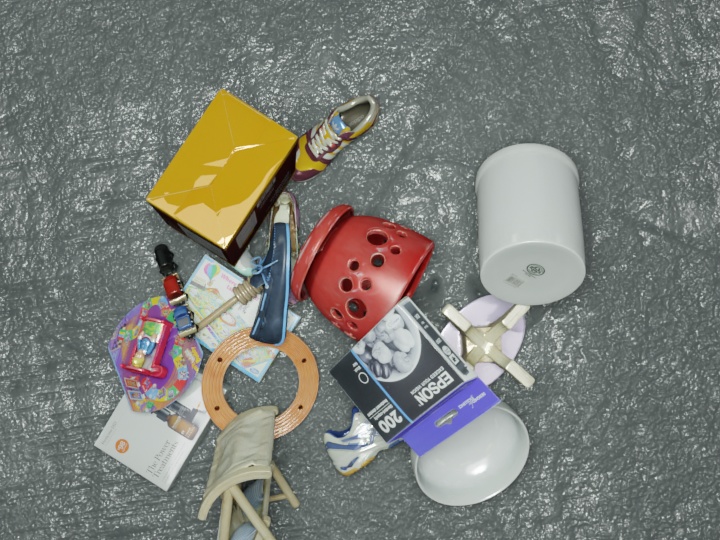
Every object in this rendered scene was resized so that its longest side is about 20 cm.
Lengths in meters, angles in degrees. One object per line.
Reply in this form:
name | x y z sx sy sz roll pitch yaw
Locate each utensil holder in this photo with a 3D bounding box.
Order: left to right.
utensil holder | 0.267 -0.071 1.161 0.169 0.170 0.201 5 51 2

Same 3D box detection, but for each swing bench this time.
swing bench | -0.176 0.351 1.156 0.129 0.199 0.201 -11 106 0

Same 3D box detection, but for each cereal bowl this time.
cereal bowl | 0.173 0.283 1.214 0.199 0.083 0.201 -5 117 -10

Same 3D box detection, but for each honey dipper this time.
honey dipper | -0.249 0.077 1.244 0.200 0.038 0.038 -37 87 1

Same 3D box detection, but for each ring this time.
ring | -0.169 0.190 1.246 0.199 0.019 0.202 -2 99 -15

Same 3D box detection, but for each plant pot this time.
plant pot | 0.000 0.000 1.195 0.182 0.200 0.201 31 88 8

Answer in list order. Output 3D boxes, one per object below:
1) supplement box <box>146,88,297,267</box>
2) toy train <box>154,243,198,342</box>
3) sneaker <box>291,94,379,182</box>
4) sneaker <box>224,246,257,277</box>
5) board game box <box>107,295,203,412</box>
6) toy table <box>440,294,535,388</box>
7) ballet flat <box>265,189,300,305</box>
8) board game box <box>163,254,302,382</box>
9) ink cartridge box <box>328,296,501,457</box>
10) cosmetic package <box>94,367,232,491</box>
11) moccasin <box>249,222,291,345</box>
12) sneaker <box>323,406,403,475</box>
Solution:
supplement box | -0.204 -0.134 1.137 0.132 0.200 0.198 32 80 -1
toy train | -0.312 0.033 1.237 0.034 0.046 0.200 -21 58 -10
sneaker | -0.054 -0.232 1.260 0.200 0.090 0.075 -42 87 -1
sneaker | -0.208 -0.099 1.265 0.140 0.078 0.200 -39 87 0
board game box | -0.354 0.131 1.226 0.158 0.039 0.200 -36 61 7
toy table | 0.202 0.126 1.222 0.183 0.117 0.201 30 87 3
ballet flat | -0.133 -0.041 1.263 0.069 0.071 0.201 -1 87 3
board game box | -0.220 0.083 1.278 0.200 0.034 0.135 33 89 3
ink cartridge box | 0.072 0.170 1.086 0.200 0.043 0.198 48 129 7
cosmetic package | -0.338 0.250 1.266 0.150 0.052 0.201 30 88 6
moccasin | -0.148 0.021 1.186 0.068 0.080 0.201 4 92 -3
sneaker | 0.028 0.259 1.242 0.200 0.075 0.088 -34 86 -1
